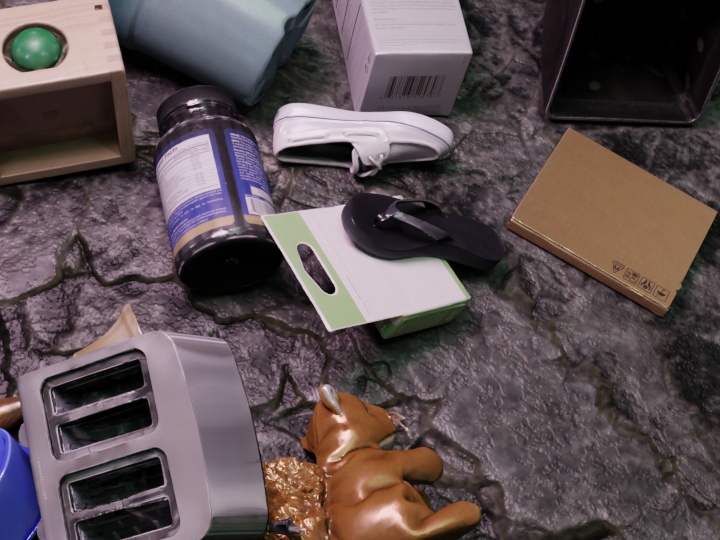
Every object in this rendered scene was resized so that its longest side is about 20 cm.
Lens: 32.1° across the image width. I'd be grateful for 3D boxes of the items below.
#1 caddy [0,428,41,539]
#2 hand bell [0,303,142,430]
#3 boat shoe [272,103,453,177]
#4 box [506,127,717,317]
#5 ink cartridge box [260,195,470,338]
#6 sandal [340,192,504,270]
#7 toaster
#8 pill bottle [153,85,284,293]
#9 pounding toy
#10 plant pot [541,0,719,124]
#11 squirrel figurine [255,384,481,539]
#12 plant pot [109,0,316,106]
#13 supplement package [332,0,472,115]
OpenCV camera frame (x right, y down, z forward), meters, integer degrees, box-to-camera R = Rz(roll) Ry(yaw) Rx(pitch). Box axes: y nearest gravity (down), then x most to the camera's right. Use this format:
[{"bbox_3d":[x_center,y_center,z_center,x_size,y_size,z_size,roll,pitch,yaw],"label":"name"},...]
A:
[{"bbox_3d":[-0.355,0.216,1.063,0.141,0.105,0.200,16,54,25],"label":"caddy"},{"bbox_3d":[-0.288,0.115,1.161,0.200,0.104,0.104,-22,65,-11],"label":"hand bell"},{"bbox_3d":[0.002,-0.135,1.382,0.200,0.074,0.065,4,62,2],"label":"boat shoe"},{"bbox_3d":[0.287,-0.059,1.418,0.200,0.021,0.164,31,57,8],"label":"box"},{"bbox_3d":[0.000,0.000,1.267,0.200,0.048,0.146,-12,61,-41],"label":"ink cartridge box"},{"bbox_3d":[0.068,-0.049,1.296,0.200,0.043,0.076,7,48,-33],"label":"sandal"},{"bbox_3d":[-0.176,0.155,1.038,0.200,0.119,0.181,-18,76,17],"label":"toaster"},{"bbox_3d":[-0.151,-0.087,1.287,0.112,0.112,0.200,-7,60,-16],"label":"pill bottle"},{"bbox_3d":[-0.310,-0.211,1.267,0.184,0.200,0.142,-12,62,-12],"label":"pounding toy"},{"bbox_3d":[0.318,-0.308,1.491,0.199,0.200,0.178,1,46,-11],"label":"plant pot"},{"bbox_3d":[-0.021,0.198,1.128,0.200,0.142,0.187,-11,55,-21],"label":"squirrel figurine"},{"bbox_3d":[-0.165,-0.293,1.377,0.196,0.200,0.200,32,57,-2],"label":"plant pot"},{"bbox_3d":[0.043,-0.290,1.452,0.117,0.117,0.200,-3,60,-13],"label":"supplement package"}]
